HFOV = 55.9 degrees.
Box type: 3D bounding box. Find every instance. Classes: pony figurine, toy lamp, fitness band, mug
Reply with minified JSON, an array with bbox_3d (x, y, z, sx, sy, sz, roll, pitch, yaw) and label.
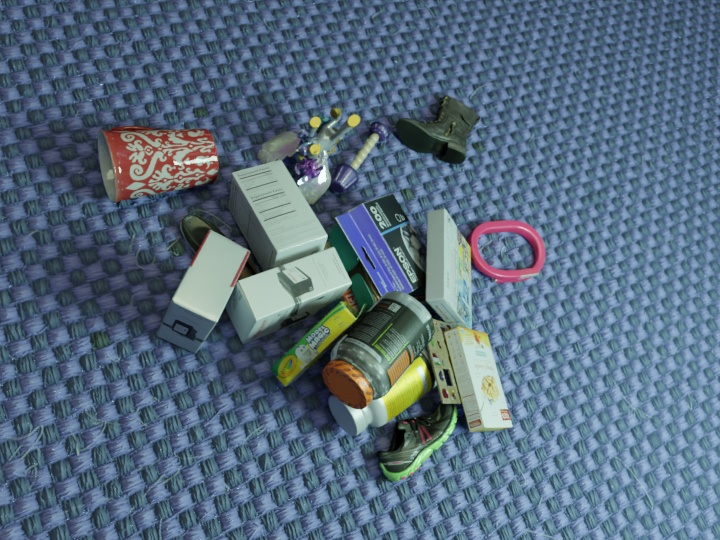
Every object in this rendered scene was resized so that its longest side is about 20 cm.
[{"bbox_3d":[-0.097,-0.249,1.406,0.193,0.200,0.167,-39,91,-14],"label":"pony figurine"},{"bbox_3d":[-0.003,-0.248,1.498,0.058,0.058,0.200,36,57,-2],"label":"toy lamp"},{"bbox_3d":[0.334,-0.044,1.545,0.199,0.037,0.144,-4,66,-23],"label":"fitness band"},{"bbox_3d":[-0.391,-0.229,1.305,0.199,0.133,0.178,-12,73,-28],"label":"mug"}]

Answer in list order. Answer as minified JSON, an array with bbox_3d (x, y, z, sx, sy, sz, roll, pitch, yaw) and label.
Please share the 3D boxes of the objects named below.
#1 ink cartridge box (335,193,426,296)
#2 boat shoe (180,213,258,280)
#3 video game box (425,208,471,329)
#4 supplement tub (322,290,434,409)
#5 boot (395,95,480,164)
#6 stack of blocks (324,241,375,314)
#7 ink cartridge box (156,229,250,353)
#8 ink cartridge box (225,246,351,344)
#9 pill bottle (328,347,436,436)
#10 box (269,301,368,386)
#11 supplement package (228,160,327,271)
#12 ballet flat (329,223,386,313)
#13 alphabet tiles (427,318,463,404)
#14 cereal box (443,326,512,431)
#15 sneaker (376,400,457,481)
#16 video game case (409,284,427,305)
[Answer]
[{"bbox_3d":[0.059,-0.049,1.346,0.199,0.043,0.200,59,33,1],"label":"ink cartridge box"},{"bbox_3d":[-0.267,-0.039,1.301,0.072,0.068,0.200,-40,83,-28],"label":"boat shoe"},{"bbox_3d":[0.184,0.003,1.397,0.182,0.047,0.201,42,45,-52],"label":"video game box"},{"bbox_3d":[0.031,0.139,1.186,0.123,0.123,0.200,44,56,3],"label":"supplement tub"},{"bbox_3d":[0.186,-0.353,1.616,0.199,0.069,0.175,25,56,-13],"label":"boot"},{"bbox_3d":[-0.002,0.029,1.372,0.115,0.059,0.201,-19,75,-27],"label":"stack of blocks"},{"bbox_3d":[-0.277,0.043,1.185,0.083,0.200,0.146,27,61,-12],"label":"ink cartridge box"},{"bbox_3d":[-0.136,0.048,1.264,0.199,0.145,0.084,-21,76,-27],"label":"ink cartridge box"},{"bbox_3d":[0.043,0.220,1.273,0.200,0.112,0.113,-30,80,-29],"label":"pill bottle"},{"bbox_3d":[-0.068,0.121,1.225,0.200,0.117,0.048,-41,84,1],"label":"box"},{"bbox_3d":[-0.165,-0.097,1.319,0.109,0.114,0.200,-20,65,-27],"label":"supplement package"},{"bbox_3d":[0.000,0.000,1.324,0.065,0.070,0.201,-4,69,-52],"label":"ballet flat"},{"bbox_3d":[0.183,0.181,1.334,0.200,0.008,0.168,19,53,-56],"label":"alphabet tiles"},{"bbox_3d":[0.235,0.217,1.347,0.144,0.039,0.201,17,55,-55],"label":"cereal box"},{"bbox_3d":[0.110,0.306,1.281,0.200,0.077,0.084,-39,88,-31],"label":"sneaker"},{"bbox_3d":[0.086,-0.019,1.412,0.143,0.017,0.201,-3,65,-53],"label":"video game case"}]
